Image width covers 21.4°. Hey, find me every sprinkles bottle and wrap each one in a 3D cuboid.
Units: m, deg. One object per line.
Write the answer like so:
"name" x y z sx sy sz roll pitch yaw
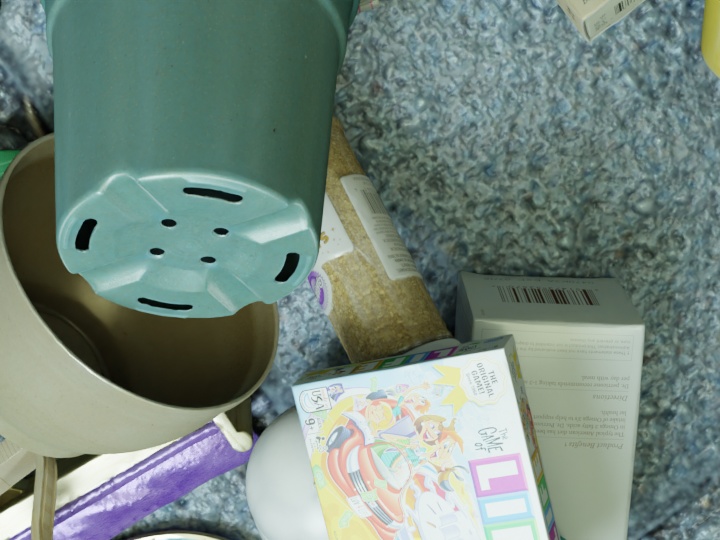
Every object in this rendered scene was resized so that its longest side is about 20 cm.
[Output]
"sprinkles bottle" 0.000 0.000 1.216 0.068 0.068 0.201 -29 71 4

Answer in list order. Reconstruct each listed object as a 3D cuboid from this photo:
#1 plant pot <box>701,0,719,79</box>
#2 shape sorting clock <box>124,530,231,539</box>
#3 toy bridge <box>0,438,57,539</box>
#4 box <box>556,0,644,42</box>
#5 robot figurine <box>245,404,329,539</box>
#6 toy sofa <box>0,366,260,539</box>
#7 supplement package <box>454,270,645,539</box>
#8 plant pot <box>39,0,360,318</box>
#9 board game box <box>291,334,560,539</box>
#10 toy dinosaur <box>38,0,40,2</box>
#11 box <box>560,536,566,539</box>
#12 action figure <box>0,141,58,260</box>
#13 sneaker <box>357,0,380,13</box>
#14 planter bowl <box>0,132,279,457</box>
"plant pot" 0.297 -0.205 1.186 0.199 0.201 0.190 9 121 -7
"shape sorting clock" -0.130 0.280 1.354 0.198 0.039 0.202 -2 108 -6
"toy bridge" -0.233 0.128 1.237 0.067 0.200 0.027 -36 143 -1
"box" 0.115 -0.251 1.171 0.095 0.078 0.201 -38 81 7
"robot figurine" -0.012 0.159 1.265 0.112 0.170 0.201 -15 144 0
"toy sofa" -0.163 0.141 1.292 0.199 0.083 0.098 -30 105 4
"supplement package" 0.119 0.113 1.287 0.116 0.117 0.202 3 105 -3
"plant pot" -0.096 -0.092 1.110 0.198 0.197 0.201 -1 147 -1
"board game box" 0.047 0.149 1.139 0.133 0.034 0.202 -11 99 17
"toy dinosaur" -0.124 -0.227 1.206 0.101 0.058 0.200 40 99 -12
"box" 0.061 0.254 1.227 0.049 0.082 0.201 31 109 -12
"action figure" -0.221 -0.044 1.252 0.199 0.055 0.119 -23 105 -5
"sneaker" 0.004 -0.210 1.215 0.198 0.082 0.089 3 138 -17
"planter bowl" -0.169 0.033 1.182 0.200 0.201 0.135 39 126 -13
